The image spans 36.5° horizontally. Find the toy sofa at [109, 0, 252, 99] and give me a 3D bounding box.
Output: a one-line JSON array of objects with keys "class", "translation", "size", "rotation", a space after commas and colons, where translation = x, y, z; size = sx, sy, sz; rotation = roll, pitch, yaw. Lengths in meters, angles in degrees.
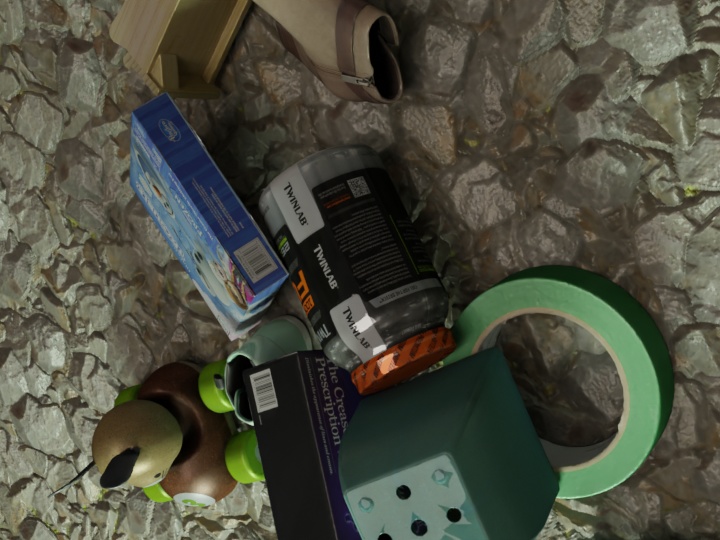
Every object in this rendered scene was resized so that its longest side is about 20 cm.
[{"class": "toy sofa", "translation": [-0.150, -0.267, 1.026], "size": [0.098, 0.082, 0.201], "rotation": [47, 123, 26]}]

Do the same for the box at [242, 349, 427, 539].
[{"class": "box", "translation": [-0.016, 0.176, 1.009], "size": [0.078, 0.141, 0.202], "rotation": [-21, 77, 35]}]

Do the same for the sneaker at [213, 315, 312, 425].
[{"class": "sneaker", "translation": [-0.080, 0.157, 1.086], "size": [0.073, 0.118, 0.202], "rotation": [-13, 98, 31]}]

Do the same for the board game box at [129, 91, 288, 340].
[{"class": "board game box", "translation": [-0.153, -0.043, 1.051], "size": [0.201, 0.043, 0.199], "rotation": [56, 162, 6]}]

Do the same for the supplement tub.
[{"class": "supplement tub", "translation": [0.000, 0.000, 0.972], "size": [0.122, 0.122, 0.201], "rotation": [-35, 73, 33]}]

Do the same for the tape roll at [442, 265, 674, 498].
[{"class": "tape roll", "translation": [0.171, 0.098, 0.961], "size": [0.199, 0.048, 0.202], "rotation": [9, 108, 29]}]

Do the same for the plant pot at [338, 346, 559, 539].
[{"class": "plant pot", "translation": [0.064, 0.169, 0.877], "size": [0.140, 0.200, 0.142], "rotation": [-23, 91, 15]}]

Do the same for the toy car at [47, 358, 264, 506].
[{"class": "toy car", "translation": [-0.218, 0.193, 1.129], "size": [0.163, 0.200, 0.159], "rotation": [-18, 94, 33]}]

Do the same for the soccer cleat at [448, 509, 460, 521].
[{"class": "soccer cleat", "translation": [0.092, 0.291, 1.042], "size": [0.200, 0.081, 0.068], "rotation": [39, 120, 16]}]

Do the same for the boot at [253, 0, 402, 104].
[{"class": "boot", "translation": [-0.034, -0.229, 0.934], "size": [0.146, 0.070, 0.200], "rotation": [31, 162, 39]}]
